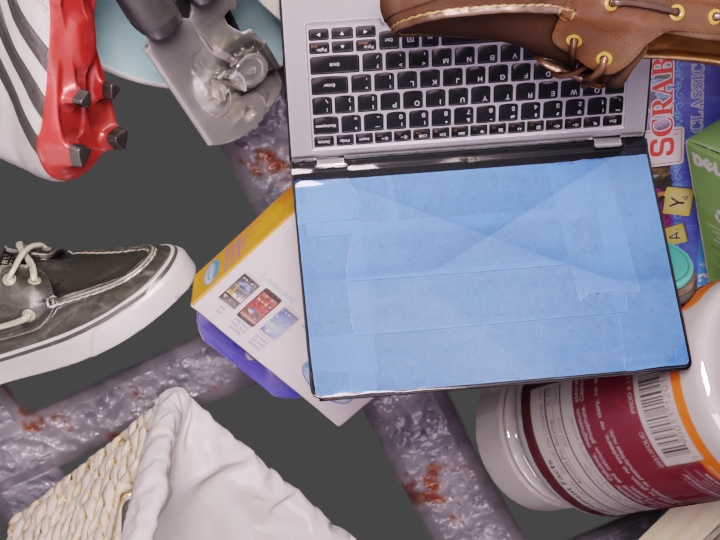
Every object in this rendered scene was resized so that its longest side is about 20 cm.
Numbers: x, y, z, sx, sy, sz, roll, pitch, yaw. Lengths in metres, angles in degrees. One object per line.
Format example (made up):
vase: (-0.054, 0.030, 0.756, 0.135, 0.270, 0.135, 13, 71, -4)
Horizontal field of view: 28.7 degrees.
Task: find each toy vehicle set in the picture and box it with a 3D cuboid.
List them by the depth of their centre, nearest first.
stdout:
toy vehicle set: (0.235, 0.137, 0.878, 0.027, 0.124, 0.200, 48, 113, 22)

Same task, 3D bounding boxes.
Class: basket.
basket: (-0.110, 0.222, 0.859, 0.161, 0.198, 0.200, -37, 114, 20)

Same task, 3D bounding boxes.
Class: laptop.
laptop: (0.061, -0.059, 0.673, 0.187, 0.116, 0.200, -5, 122, -4)

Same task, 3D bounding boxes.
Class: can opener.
can opener: (-0.102, -0.144, 0.687, 0.053, 0.067, 0.200, -41, 132, -11)

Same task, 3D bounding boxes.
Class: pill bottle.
pill bottle: (0.161, 0.078, 0.792, 0.114, 0.114, 0.200, 36, 150, -19)

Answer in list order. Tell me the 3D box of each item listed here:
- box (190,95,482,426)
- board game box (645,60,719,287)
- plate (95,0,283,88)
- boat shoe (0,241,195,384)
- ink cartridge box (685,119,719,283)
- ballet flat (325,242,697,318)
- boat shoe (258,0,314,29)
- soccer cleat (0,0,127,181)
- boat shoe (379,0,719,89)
box: (0.000, 0.000, 0.788, 0.200, 0.041, 0.119, -43, 112, 16)
board game box: (0.111, -0.072, 0.799, 0.199, 0.041, 0.200, -6, 118, 1)
plate: (-0.092, -0.192, 0.737, 0.200, 0.026, 0.200, -1, 117, -1)
boat shoe: (-0.195, 0.020, 0.817, 0.200, 0.071, 0.064, -21, 118, 10)
ink cartridge box: (0.242, -0.049, 0.777, 0.104, 0.059, 0.200, -31, 126, -16)
ballet flat: (0.073, 0.012, 0.745, 0.200, 0.068, 0.068, 5, 129, 3)
boat shoe: (-0.057, -0.205, 0.678, 0.071, 0.070, 0.201, -29, 113, 16)
soccer cleat: (-0.164, -0.144, 0.710, 0.085, 0.069, 0.200, 11, 111, 25)
boat shoe: (0.108, -0.116, 0.633, 0.200, 0.072, 0.068, -4, 91, -7)
